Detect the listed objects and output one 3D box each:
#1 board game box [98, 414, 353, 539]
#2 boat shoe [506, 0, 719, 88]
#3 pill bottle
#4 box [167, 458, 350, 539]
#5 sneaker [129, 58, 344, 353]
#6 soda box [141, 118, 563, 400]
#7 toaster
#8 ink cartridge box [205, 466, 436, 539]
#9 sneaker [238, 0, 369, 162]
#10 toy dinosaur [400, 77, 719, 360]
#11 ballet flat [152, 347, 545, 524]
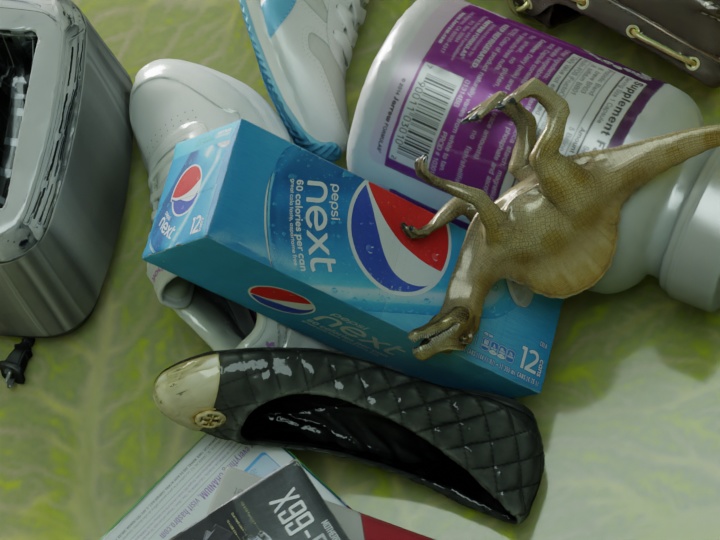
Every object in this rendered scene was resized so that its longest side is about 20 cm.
[{"bbox_3d":[-0.042,0.186,1.132,0.200,0.040,0.153,42,79,19],"label":"board game box"},{"bbox_3d":[0.113,-0.155,1.230,0.200,0.072,0.060,23,96,20],"label":"boat shoe"},{"bbox_3d":[0.104,-0.056,1.169,0.200,0.112,0.112,25,74,14],"label":"pill bottle"},{"bbox_3d":[-0.039,0.205,0.985,0.158,0.050,0.200,-33,71,-7],"label":"box"},{"bbox_3d":[-0.074,-0.030,1.183,0.075,0.100,0.200,-45,63,31],"label":"sneaker"},{"bbox_3d":[0.000,0.000,1.125,0.200,0.068,0.064,25,68,-27],"label":"soda box"},{"bbox_3d":[-0.188,-0.053,1.193,0.114,0.129,0.200,6,70,10],"label":"toaster"},{"bbox_3d":[-0.029,0.211,1.054,0.147,0.083,0.200,18,72,12],"label":"ink cartridge box"},{"bbox_3d":[-0.026,-0.154,1.242,0.081,0.077,0.200,-11,70,0],"label":"sneaker"},{"bbox_3d":[0.092,-0.040,1.096,0.200,0.058,0.101,-35,99,3],"label":"toy dinosaur"},{"bbox_3d":[-0.003,0.078,1.127,0.200,0.066,0.057,11,59,-12],"label":"ballet flat"}]
